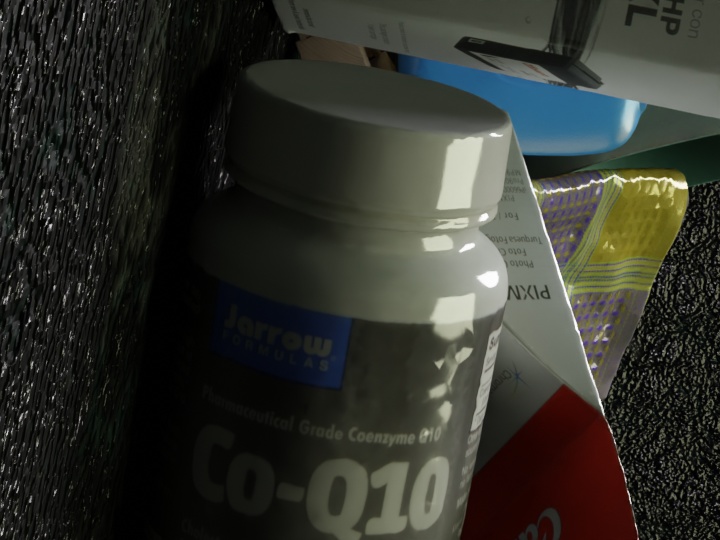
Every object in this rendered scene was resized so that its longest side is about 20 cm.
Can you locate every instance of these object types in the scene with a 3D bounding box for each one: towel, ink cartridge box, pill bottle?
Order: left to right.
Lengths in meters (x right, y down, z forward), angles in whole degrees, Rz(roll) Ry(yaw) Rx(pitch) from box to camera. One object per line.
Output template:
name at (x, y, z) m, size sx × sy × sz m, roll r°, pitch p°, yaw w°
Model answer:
pill bottle at (-0.011, 0.036, 0.881) m, size 0.114 × 0.113 × 0.202 m, roll -62°, pitch 163°, yaw -73°
ink cartridge box at (0.028, 0.063, 0.967) m, size 0.160 × 0.047 × 0.201 m, roll -51°, pitch -134°, yaw 50°
towel at (0.088, 0.017, 1.239) m, size 0.199 × 0.023 × 0.144 m, roll -5°, pitch 123°, yaw -55°
ink cartridge box at (0.077, -0.148, 0.959) m, size 0.084 × 0.198 × 0.146 m, roll 60°, pitch 42°, yaw -83°

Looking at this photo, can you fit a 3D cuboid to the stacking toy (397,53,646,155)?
stacking toy at (0.057, -0.101, 1.143) m, size 0.200 × 0.109 × 0.117 m, roll 157°, pitch -67°, yaw -81°

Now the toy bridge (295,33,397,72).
toy bridge at (0.010, -0.067, 1.135) m, size 0.200 × 0.027 × 0.068 m, roll 53°, pitch 15°, yaw -61°

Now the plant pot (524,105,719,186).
plant pot at (0.160, -0.133, 1.311) m, size 0.201 × 0.199 × 0.162 m, roll 55°, pitch 24°, yaw -83°

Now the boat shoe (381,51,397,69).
boat shoe at (0.045, -0.173, 1.289) m, size 0.072 × 0.075 × 0.202 m, roll -62°, pitch 164°, yaw -80°
